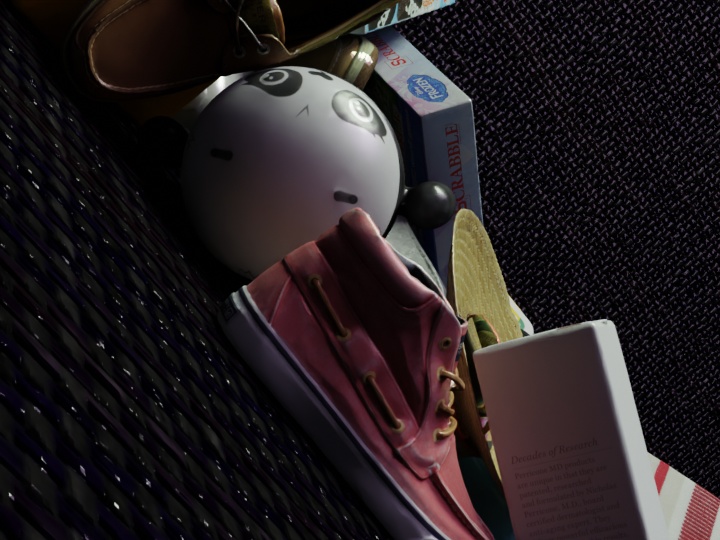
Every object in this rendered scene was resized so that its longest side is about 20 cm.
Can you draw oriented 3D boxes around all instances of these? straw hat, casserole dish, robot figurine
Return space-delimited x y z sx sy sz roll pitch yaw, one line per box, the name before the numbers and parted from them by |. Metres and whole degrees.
straw hat | 0.045 0.069 0.882 0.201 0.085 0.201 -13 90 -74
casserole dish | 0.084 0.153 0.983 0.121 0.039 0.200 51 3 -23
robot figurine | -0.035 -0.055 0.856 0.200 0.150 0.125 -42 106 -86

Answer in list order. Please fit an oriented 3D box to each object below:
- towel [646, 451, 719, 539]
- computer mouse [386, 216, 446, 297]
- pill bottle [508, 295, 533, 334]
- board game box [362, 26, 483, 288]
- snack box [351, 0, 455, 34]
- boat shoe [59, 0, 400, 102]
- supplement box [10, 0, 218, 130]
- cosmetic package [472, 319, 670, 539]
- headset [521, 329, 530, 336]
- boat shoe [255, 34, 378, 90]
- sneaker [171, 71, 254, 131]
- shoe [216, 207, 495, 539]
towel | 0.221 0.189 0.972 0.200 0.023 0.144 34 29 6
computer mouse | 0.000 0.000 1.019 0.200 0.053 0.139 62 -33 32
pill bottle | 0.063 0.015 1.418 0.200 0.113 0.113 51 4 -9
board game box | 0.032 -0.069 1.093 0.200 0.041 0.200 -127 -156 -55
snack box | -0.016 -0.195 1.031 0.200 0.116 0.037 -37 132 -64
boat shoe | -0.064 -0.143 0.806 0.068 0.200 0.072 24 -44 59
supplement box | -0.125 -0.232 0.905 0.133 0.197 0.200 46 7 -49
cosmetic package | 0.123 0.131 0.802 0.102 0.074 0.200 11 64 -74
headset | 0.099 0.091 1.287 0.124 0.094 0.200 100 -19 -61
boat shoe | -0.050 -0.144 1.033 0.076 0.072 0.200 35 -6 -18
sneaker | -0.078 -0.091 0.999 0.099 0.078 0.200 48 5 3
shoe | 0.026 0.065 0.731 0.200 0.091 0.071 50 4 -17
